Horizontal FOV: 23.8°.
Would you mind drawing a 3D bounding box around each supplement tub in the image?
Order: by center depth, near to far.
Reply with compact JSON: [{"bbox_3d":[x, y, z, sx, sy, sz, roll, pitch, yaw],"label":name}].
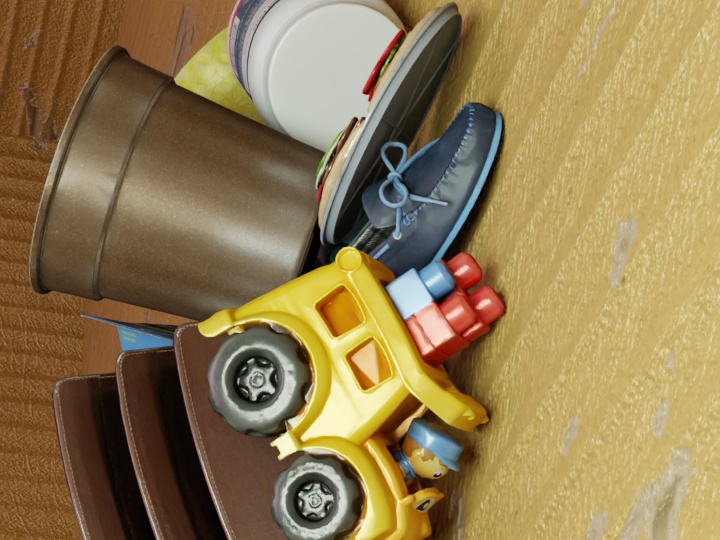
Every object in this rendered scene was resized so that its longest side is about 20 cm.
[{"bbox_3d":[-0.034,-0.181,1.451,0.200,0.139,0.142,-124,44,-68],"label":"supplement tub"}]

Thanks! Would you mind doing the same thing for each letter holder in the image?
[{"bbox_3d":[-0.121,0.148,1.207,0.100,0.141,0.202,-35,68,44],"label":"letter holder"}]

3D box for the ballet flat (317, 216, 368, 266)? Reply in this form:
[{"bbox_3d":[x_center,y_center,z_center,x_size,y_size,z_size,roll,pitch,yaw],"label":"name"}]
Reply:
[{"bbox_3d":[0.000,0.000,1.400,0.200,0.067,0.064,-107,17,-69],"label":"ballet flat"}]

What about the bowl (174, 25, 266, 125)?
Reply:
[{"bbox_3d":[-0.096,-0.152,1.683,0.108,0.199,0.201,49,145,16],"label":"bowl"}]

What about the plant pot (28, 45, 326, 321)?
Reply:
[{"bbox_3d":[-0.128,-0.045,1.326,0.200,0.196,0.202,20,-90,-88],"label":"plant pot"}]

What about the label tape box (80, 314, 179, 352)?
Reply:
[{"bbox_3d":[-0.126,0.086,1.473,0.143,0.199,0.064,11,93,44],"label":"label tape box"}]

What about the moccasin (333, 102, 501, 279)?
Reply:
[{"bbox_3d":[0.029,-0.035,1.210,0.201,0.068,0.081,-59,12,20],"label":"moccasin"}]

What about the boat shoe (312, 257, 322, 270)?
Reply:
[{"bbox_3d":[-0.045,-0.069,1.555,0.072,0.072,0.201,-42,29,21],"label":"boat shoe"}]

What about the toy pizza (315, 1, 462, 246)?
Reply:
[{"bbox_3d":[0.015,-0.110,1.258,0.201,0.032,0.200,-59,-7,-12],"label":"toy pizza"}]

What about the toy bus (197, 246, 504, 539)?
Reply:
[{"bbox_3d":[0.018,0.082,1.128,0.201,0.191,0.136,61,-173,14],"label":"toy bus"}]
